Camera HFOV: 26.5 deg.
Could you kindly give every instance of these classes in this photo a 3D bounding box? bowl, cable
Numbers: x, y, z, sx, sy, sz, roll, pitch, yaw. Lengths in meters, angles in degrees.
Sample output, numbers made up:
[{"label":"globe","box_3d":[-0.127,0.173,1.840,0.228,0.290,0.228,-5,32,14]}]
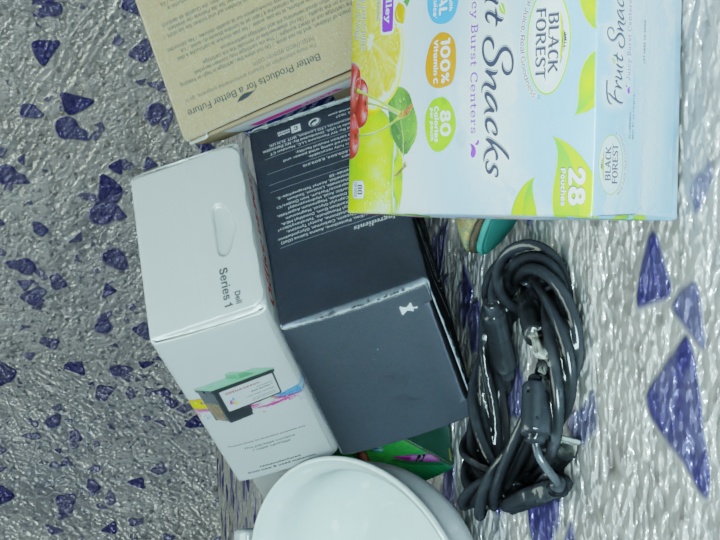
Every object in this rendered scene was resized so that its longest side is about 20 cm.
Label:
[{"label":"bowl","box_3d":[0.020,0.226,1.135,0.199,0.090,0.204,8,104,35]},{"label":"cable","box_3d":[0.091,0.072,0.961,0.200,0.050,0.166,123,146,-74]}]

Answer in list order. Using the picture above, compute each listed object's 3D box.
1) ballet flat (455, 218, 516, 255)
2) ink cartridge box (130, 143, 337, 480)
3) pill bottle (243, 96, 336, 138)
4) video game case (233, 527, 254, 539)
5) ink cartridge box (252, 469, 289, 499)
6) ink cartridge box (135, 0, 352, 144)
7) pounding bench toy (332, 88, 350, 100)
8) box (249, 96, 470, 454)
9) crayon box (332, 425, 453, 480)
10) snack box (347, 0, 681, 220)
[{"label":"ballet flat","box_3d":[0.087,-0.085,0.926,0.201,0.070,0.072,112,157,-58]},{"label":"ink cartridge box","box_3d":[-0.088,0.033,1.086,0.201,0.083,0.146,68,-173,-53]},{"label":"pill bottle","box_3d":[-0.048,-0.148,1.312,0.115,0.200,0.116,-40,25,23]},{"label":"video game case","box_3d":[-0.026,0.302,1.276,0.022,0.198,0.185,-5,84,45]},{"label":"ink cartridge box","box_3d":[-0.045,0.112,1.364,0.201,0.127,0.126,68,-165,-44]},{"label":"ink cartridge box","box_3d":[-0.053,-0.200,1.065,0.167,0.198,0.075,70,-162,0]},{"label":"pounding bench toy","box_3d":[-0.028,-0.245,1.157,0.124,0.200,0.157,-37,34,17]},{"label":"box","box_3d":[0.000,0.000,1.082,0.201,0.103,0.149,-102,-8,-45]},{"label":"crayon box","box_3d":[0.008,0.061,1.228,0.058,0.118,0.202,-28,50,29]},{"label":"snack box","box_3d":[0.074,-0.112,0.799,0.199,0.067,0.171,3,93,53]}]
